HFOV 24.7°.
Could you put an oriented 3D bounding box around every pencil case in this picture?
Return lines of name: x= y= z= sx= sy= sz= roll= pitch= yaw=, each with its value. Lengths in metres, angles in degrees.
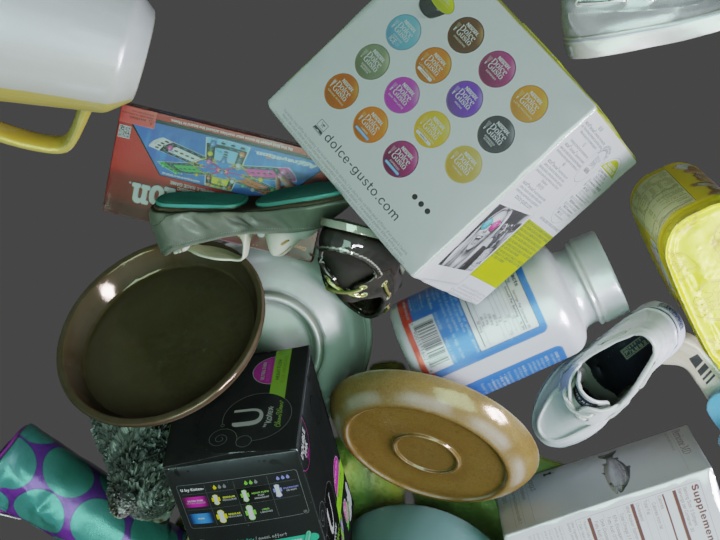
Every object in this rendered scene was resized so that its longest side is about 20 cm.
pencil case: x=-0.263 y=0.233 z=1.555 sx=0.200 sy=0.085 sz=0.092 roll=36 pitch=86 yaw=-8

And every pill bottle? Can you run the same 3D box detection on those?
pill bottle: x=0.137 y=0.042 z=1.495 sx=0.200 sy=0.112 sz=0.112 roll=-24 pitch=103 yaw=5

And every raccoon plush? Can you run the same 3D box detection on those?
raccoon plush: x=-0.225 y=0.142 z=1.505 sx=0.097 sy=0.134 sz=0.200 roll=-37 pitch=102 yaw=9

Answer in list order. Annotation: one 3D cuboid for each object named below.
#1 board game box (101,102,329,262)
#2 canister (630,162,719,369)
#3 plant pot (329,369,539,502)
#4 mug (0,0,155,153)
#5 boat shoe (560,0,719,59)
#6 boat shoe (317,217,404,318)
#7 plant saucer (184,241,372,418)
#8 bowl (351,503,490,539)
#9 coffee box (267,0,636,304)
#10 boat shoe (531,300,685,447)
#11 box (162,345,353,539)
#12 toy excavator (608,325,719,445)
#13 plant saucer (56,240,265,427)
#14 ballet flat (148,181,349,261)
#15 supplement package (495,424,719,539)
board game box: x=-0.129 y=-0.080 z=1.497 sx=0.200 sy=0.019 sz=0.103 roll=14 pitch=105 yaw=4
canister: x=0.304 y=-0.010 z=1.437 sx=0.087 sy=0.200 sz=0.149 roll=-26 pitch=103 yaw=6
plant pot: x=0.063 y=0.159 z=1.501 sx=0.200 sy=0.027 sz=0.200 roll=16 pitch=146 yaw=11
mug: x=-0.266 y=-0.201 z=1.437 sx=0.153 sy=0.187 sz=0.149 roll=14 pitch=71 yaw=-13
boat shoe: x=0.274 y=-0.240 z=1.452 sx=0.200 sy=0.072 sz=0.069 roll=-11 pitch=104 yaw=12
boat shoe: x=0.000 y=0.000 z=1.435 sx=0.072 sy=0.201 sz=0.061 roll=17 pitch=83 yaw=13
plant saucer: x=-0.088 y=0.067 z=1.532 sx=0.200 sy=0.050 sz=0.200 roll=0 pitch=104 yaw=0
bowl: x=0.043 y=0.331 z=1.538 sx=0.201 sy=0.105 sz=0.201 roll=9 pitch=114 yaw=20
coffee box: x=0.083 y=-0.117 z=1.374 sx=0.198 sy=0.200 sz=0.200 roll=-43 pitch=71 yaw=9
boat shoe: x=0.212 y=0.102 z=1.499 sx=0.074 sy=0.065 sz=0.200 roll=44 pitch=129 yaw=11
box: x=-0.087 y=0.194 z=1.480 sx=0.124 sy=0.149 sz=0.200 roll=-9 pitch=124 yaw=9
toy excavator: x=0.342 y=0.104 z=1.508 sx=0.194 sy=0.100 sz=0.200 roll=-34 pitch=95 yaw=33
plant saucer: x=-0.175 y=0.058 z=1.466 sx=0.200 sy=0.200 sz=0.029 roll=-22 pitch=138 yaw=5
ballet flat: x=-0.091 y=-0.041 z=1.455 sx=0.200 sy=0.067 sz=0.064 roll=-3 pitch=107 yaw=20
supplement package: x=0.239 y=0.244 z=1.544 sx=0.200 sy=0.117 sz=0.117 roll=-19 pitch=104 yaw=4
